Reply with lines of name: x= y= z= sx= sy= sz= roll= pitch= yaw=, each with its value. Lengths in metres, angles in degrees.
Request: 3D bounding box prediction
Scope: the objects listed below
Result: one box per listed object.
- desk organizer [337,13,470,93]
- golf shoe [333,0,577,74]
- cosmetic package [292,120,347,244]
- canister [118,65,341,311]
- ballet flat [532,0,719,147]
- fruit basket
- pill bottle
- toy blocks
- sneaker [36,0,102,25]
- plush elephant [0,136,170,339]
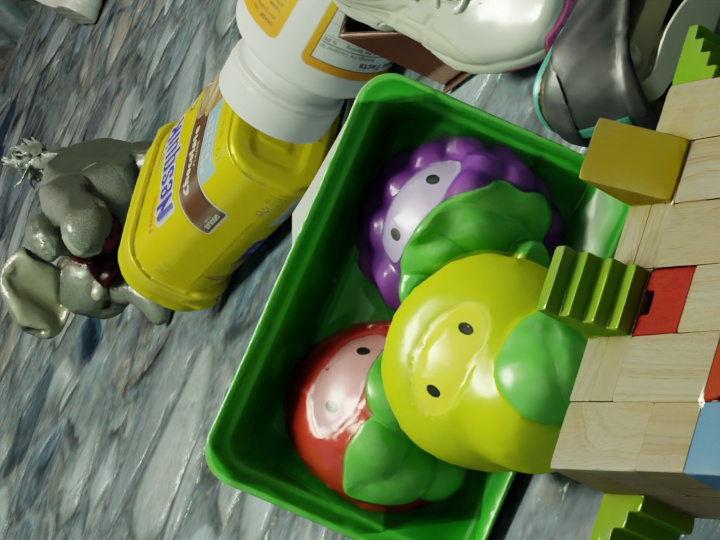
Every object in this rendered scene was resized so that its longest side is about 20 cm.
desk organizer: x=0.058 y=-0.218 z=1.337 sx=0.072 sy=0.077 sz=0.201 roll=-31 pitch=39 yaw=64
golf shoe: x=0.030 y=-0.160 z=1.228 sx=0.200 sy=0.091 sz=0.076 roll=20 pitch=89 yaw=44
cosmetic package: x=0.000 y=0.000 z=1.280 sx=0.200 sy=0.051 sz=0.083 roll=-92 pitch=28 yaw=-55
canister: x=-0.092 y=-0.075 z=1.620 sx=0.200 sy=0.086 sz=0.149 roll=-42 pitch=30 yaw=54
ballet flat: x=0.142 y=-0.142 z=1.006 sx=0.200 sy=0.073 sz=0.073 roll=-67 pitch=15 yaw=-20
fruit basket: x=0.035 y=0.030 z=0.992 sx=0.216 sy=0.155 sz=0.216 roll=24 pitch=-90 yaw=-88
pill bottle: x=-0.013 y=-0.183 z=1.459 sx=0.200 sy=0.111 sz=0.111 roll=-57 pitch=19 yaw=31
toy blocks: x=0.144 y=0.007 z=0.763 sx=0.137 sy=0.100 sz=0.201 roll=-5 pitch=62 yaw=60
sneaker: x=-0.369 y=-0.390 z=2.976 sx=0.200 sy=0.074 sz=0.116 roll=19 pitch=85 yaw=64
plush elephant: x=-0.206 y=-0.019 z=1.827 sx=0.200 sy=0.155 sz=0.165 roll=15 pitch=36 yaw=42
